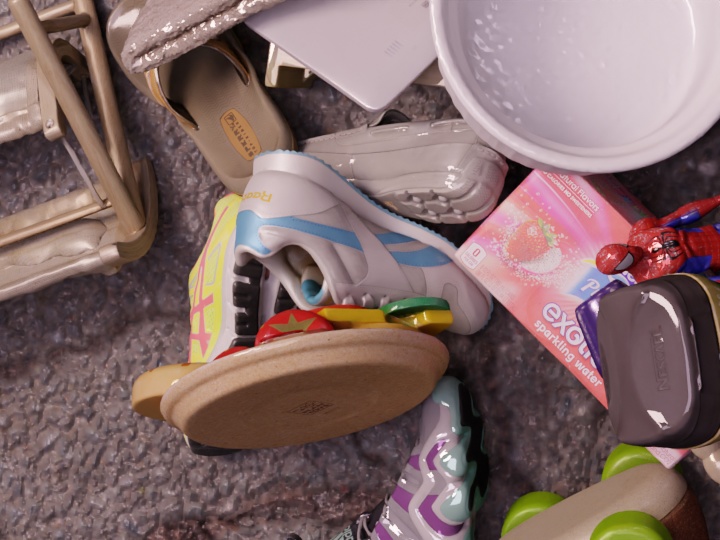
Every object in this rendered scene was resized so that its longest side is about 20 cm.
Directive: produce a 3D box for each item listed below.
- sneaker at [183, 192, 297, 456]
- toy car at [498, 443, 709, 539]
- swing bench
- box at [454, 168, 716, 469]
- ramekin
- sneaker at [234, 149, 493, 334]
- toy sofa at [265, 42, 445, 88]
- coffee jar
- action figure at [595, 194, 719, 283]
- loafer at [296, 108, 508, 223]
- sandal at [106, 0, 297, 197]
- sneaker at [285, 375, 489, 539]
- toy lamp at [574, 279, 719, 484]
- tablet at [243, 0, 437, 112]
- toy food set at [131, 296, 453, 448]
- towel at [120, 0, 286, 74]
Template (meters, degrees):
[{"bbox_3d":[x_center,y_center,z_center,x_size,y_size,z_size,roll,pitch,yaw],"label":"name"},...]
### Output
[{"bbox_3d":[-0.087,0.036,1.628,0.090,0.078,0.200,47,127,50],"label":"sneaker"},{"bbox_3d":[0.184,0.239,1.521,0.158,0.164,0.200,-30,98,17],"label":"toy car"},{"bbox_3d":[-0.264,-0.073,1.639,0.198,0.130,0.201,-18,95,17],"label":"swing bench"},{"bbox_3d":[0.173,0.020,1.528,0.200,0.095,0.103,46,105,8],"label":"box"},{"bbox_3d":[0.138,-0.153,1.445,0.200,0.098,0.201,0,83,-3],"label":"ramekin"},{"bbox_3d":[0.000,0.000,1.548,0.200,0.076,0.081,30,66,-25],"label":"sneaker"},{"bbox_3d":[0.041,-0.159,1.559,0.199,0.083,0.098,9,98,16],"label":"toy sofa"},{"bbox_3d":[0.235,0.050,1.396,0.085,0.200,0.105,-19,76,56],"label":"coffee jar"},{"bbox_3d":[0.238,-0.017,1.466,0.199,0.052,0.066,-9,68,-20],"label":"action figure"},{"bbox_3d":[0.016,-0.072,1.568,0.200,0.070,0.070,4,63,38],"label":"loafer"},{"bbox_3d":[-0.114,-0.130,1.599,0.080,0.054,0.200,-44,58,10],"label":"sandal"},{"bbox_3d":[0.016,0.172,1.598,0.139,0.078,0.201,-1,94,16],"label":"sneaker"},{"bbox_3d":[0.205,0.095,1.446,0.058,0.058,0.200,-38,83,16],"label":"toy lamp"},{"bbox_3d":[0.031,-0.201,1.529,0.130,0.014,0.200,37,72,27],"label":"tablet"},{"bbox_3d":[-0.037,0.069,1.529,0.200,0.198,0.049,-38,57,51],"label":"toy food set"},{"bbox_3d":[-0.069,-0.208,1.543,0.200,0.133,0.035,-25,118,26],"label":"towel"}]
